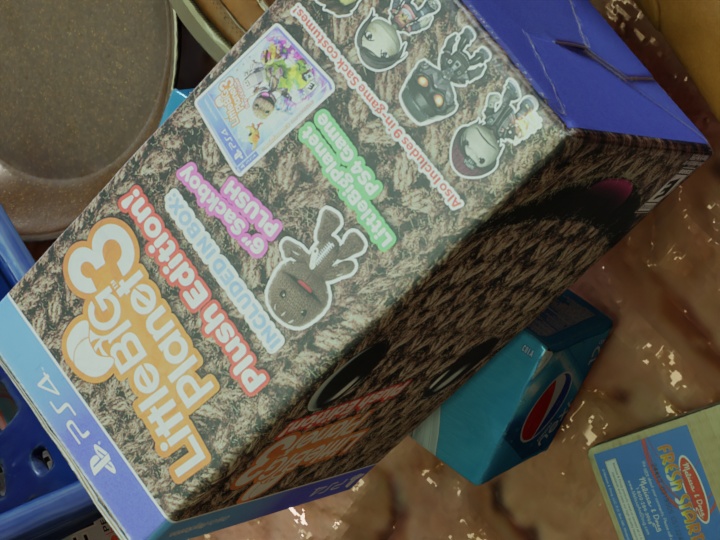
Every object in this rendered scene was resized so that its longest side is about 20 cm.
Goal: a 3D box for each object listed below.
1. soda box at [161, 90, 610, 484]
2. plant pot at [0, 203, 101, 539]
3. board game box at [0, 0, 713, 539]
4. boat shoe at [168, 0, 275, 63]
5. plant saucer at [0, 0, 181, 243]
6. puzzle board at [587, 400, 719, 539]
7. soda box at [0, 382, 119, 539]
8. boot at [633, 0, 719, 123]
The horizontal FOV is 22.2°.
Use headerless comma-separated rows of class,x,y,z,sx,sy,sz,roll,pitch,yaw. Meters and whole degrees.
soda box,0.000,0.000,0.768,0.199,0.064,0.068,36,115,23
plant pot,-0.246,0.073,0.797,0.180,0.199,0.201,-40,77,38
board game box,-0.001,-0.012,0.630,0.200,0.159,0.097,-44,73,21
boat shoe,-0.051,-0.150,0.777,0.068,0.072,0.201,-44,76,30
plant saucer,-0.156,-0.115,0.872,0.199,0.037,0.202,6,101,32
puzzle board,0.187,0.141,0.712,0.150,0.017,0.202,-23,85,34
soda box,-0.163,0.110,0.901,0.068,0.063,0.201,-26,84,33
boot,0.108,-0.116,0.683,0.200,0.071,0.145,-21,86,29
